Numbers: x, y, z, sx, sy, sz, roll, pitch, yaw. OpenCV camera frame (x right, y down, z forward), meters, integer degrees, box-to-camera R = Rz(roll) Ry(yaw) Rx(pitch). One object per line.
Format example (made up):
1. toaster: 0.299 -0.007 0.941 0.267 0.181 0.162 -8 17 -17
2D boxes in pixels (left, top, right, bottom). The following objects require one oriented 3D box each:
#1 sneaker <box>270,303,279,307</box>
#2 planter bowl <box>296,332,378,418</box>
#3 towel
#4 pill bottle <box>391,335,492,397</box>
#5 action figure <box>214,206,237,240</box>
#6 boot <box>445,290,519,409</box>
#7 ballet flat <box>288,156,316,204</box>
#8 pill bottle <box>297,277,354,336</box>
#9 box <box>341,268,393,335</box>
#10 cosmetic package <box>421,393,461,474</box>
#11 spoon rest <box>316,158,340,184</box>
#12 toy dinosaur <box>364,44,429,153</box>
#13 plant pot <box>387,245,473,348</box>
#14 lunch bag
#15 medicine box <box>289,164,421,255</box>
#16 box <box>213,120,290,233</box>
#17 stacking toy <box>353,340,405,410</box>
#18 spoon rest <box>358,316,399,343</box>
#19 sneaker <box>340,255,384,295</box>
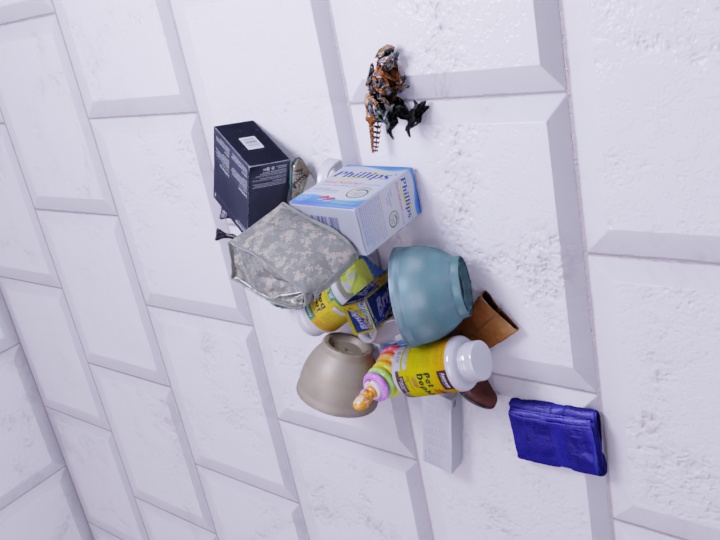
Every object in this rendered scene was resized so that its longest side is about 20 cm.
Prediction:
1. sneaker: -0.157 0.039 1.975 0.085 0.081 0.201 27 147 -5
2. planter bowl: -0.041 0.228 1.903 0.198 0.199 0.138 25 112 30
3. towel: 0.392 0.337 1.656 0.197 0.049 0.151 3 114 41
4. pill bottle: 0.165 0.193 1.660 0.197 0.109 0.111 -15 103 42
5. action figure: -0.241 -0.095 1.957 0.195 0.102 0.122 13 97 -8
6. boot: 0.261 0.166 1.688 0.190 0.068 0.200 54 130 15
7. ballet flat: -0.130 -0.163 1.850 0.074 0.068 0.202 21 133 6
8. pill bottle: -0.064 0.073 1.879 0.114 0.112 0.200 54 137 3
9. box: 0.046 0.056 1.700 0.063 0.199 0.071 -16 103 37
10. cosmetic package: 0.184 0.351 1.854 0.081 0.050 0.204 17 123 33
11. spoon rest: -0.061 -0.138 1.795 0.098 0.060 0.204 10 119 39
12. toy dinosaur: 0.053 -0.324 1.583 0.136 0.101 0.202 44 156 35
13. plant pot: 0.148 0.042 1.628 0.131 0.201 0.204 -10 108 19
14. lunch bag: -0.124 -0.016 1.555 0.198 0.164 0.119 27 137 26
15. medicine box: -0.008 -0.126 1.649 0.179 0.199 0.105 8 123 39
16. box: -0.249 -0.207 1.855 0.200 0.102 0.185 48 140 41
17. stacking toy: 0.047 0.248 1.812 0.115 0.199 0.112 -12 106 46
18. spoon rest: 0.057 0.124 1.812 0.199 0.098 0.062 -18 71 54
19. sneaker: 0.000 0.000 1.793 0.075 0.104 0.204 -27 80 35
